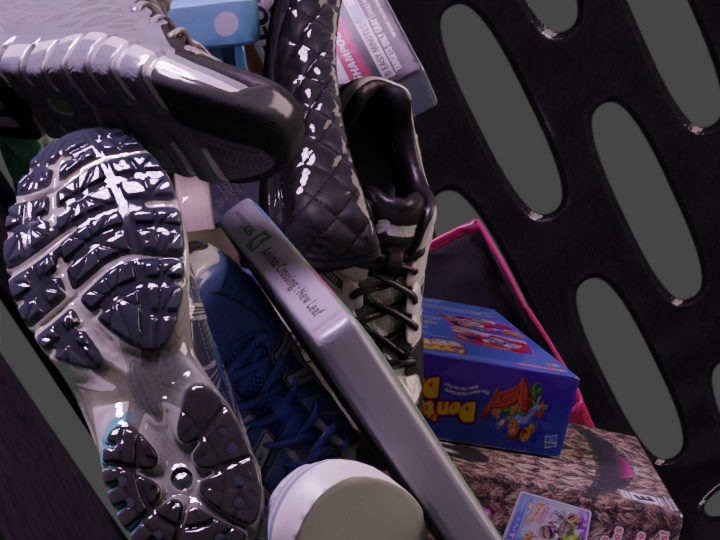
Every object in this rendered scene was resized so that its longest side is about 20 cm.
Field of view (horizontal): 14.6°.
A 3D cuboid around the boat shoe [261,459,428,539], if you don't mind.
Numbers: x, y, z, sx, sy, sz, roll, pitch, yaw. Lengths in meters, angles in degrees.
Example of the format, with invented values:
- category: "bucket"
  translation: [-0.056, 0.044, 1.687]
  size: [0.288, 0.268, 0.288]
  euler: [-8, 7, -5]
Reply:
- category: "boat shoe"
  translation: [-0.008, 0.123, 1.195]
  size: [0.071, 0.070, 0.201]
  euler: [34, -10, 29]

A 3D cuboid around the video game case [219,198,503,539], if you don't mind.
- category: "video game case"
  translation: [0.016, 0.073, 1.240]
  size: [0.201, 0.022, 0.182]
  euler: [56, -3, -23]

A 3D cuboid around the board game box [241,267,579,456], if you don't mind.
- category: "board game box"
  translation: [-0.002, 0.044, 1.478]
  size: [0.134, 0.199, 0.045]
  euler: [-139, -120, -68]

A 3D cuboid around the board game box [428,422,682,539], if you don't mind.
- category: "board game box"
  translation: [0.052, 0.132, 1.480]
  size: [0.159, 0.199, 0.098]
  euler: [-110, -147, -78]

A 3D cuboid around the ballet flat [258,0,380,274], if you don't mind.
- category: "ballet flat"
  translation: [-0.018, -0.087, 1.355]
  size: [0.067, 0.056, 0.201]
  euler: [112, -19, -62]

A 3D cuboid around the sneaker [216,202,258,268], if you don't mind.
- category: "sneaker"
  translation: [-0.068, -0.014, 1.677]
  size: [0.084, 0.120, 0.200]
  euler: [62, 2, 16]

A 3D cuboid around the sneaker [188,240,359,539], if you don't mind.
- category: "sneaker"
  translation: [-0.041, 0.060, 1.281]
  size: [0.077, 0.076, 0.200]
  euler: [22, -26, 36]

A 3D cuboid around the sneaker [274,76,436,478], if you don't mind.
- category: "sneaker"
  translation: [0.000, 0.000, 1.370]
  size: [0.088, 0.075, 0.201]
  euler: [140, -53, -58]

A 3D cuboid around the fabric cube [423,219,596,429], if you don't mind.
- category: "fabric cube"
  translation: [0.053, 0.133, 1.764]
  size: [0.200, 0.195, 0.200]
  euler: [62, 0, -40]

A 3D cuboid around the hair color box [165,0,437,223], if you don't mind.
- category: "hair color box"
  translation: [-0.071, -0.091, 1.492]
  size: [0.099, 0.199, 0.061]
  euler: [62, 2, 17]

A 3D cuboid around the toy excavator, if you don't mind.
- category: "toy excavator"
  translation: [-0.086, -0.086, 1.375]
  size: [0.195, 0.099, 0.201]
  euler: [-112, -165, -70]

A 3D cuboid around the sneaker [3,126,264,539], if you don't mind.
- category: "sneaker"
  translation: [-0.094, 0.039, 1.176]
  size: [0.086, 0.077, 0.201]
  euler: [75, -3, -73]

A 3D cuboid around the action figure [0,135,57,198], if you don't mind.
- category: "action figure"
  translation: [-0.148, -0.071, 1.331]
  size: [0.200, 0.054, 0.119]
  euler: [-105, -178, -58]

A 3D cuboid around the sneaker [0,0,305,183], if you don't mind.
- category: "sneaker"
  translation: [-0.089, -0.110, 1.218]
  size: [0.199, 0.116, 0.075]
  euler: [13, -31, 34]
